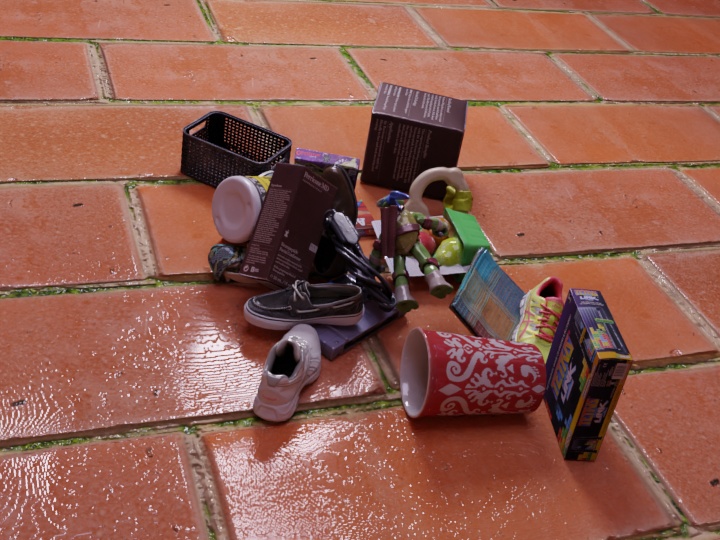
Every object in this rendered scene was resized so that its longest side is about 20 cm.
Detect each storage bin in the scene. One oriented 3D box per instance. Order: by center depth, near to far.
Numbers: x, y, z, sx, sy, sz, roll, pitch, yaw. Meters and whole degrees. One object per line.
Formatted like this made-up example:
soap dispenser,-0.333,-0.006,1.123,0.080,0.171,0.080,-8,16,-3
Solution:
storage bin,-0.251,-0.231,1.903,0.198,0.095,0.135,22,36,17

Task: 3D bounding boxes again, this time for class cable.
cable,0.000,0.000,1.555,0.050,0.164,0.201,-30,54,-6

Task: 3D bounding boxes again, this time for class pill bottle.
pill bottle,-0.158,-0.109,1.676,0.114,0.116,0.199,35,24,30

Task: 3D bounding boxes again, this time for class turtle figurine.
turtle figurine,0.090,-0.025,1.640,0.142,0.201,0.196,-7,61,-16

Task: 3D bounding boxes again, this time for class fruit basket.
fruit basket,0.134,-0.041,1.769,0.197,0.095,0.186,-9,38,-10

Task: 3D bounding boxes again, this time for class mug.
mug,0.170,0.147,1.464,0.197,0.135,0.179,4,37,-16

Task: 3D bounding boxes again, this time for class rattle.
rattle,0.120,-0.134,1.906,0.198,0.131,0.143,-26,21,0

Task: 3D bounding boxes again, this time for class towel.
towel,0.230,0.060,1.634,0.147,0.022,0.200,47,36,-8

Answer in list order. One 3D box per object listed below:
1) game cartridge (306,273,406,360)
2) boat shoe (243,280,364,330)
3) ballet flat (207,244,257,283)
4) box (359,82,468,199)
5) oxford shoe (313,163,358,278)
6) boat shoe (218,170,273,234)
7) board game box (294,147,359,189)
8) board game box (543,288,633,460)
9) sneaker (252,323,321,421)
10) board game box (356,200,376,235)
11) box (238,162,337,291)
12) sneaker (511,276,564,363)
game cartridge,-0.027,0.069,1.600,0.129,0.039,0.199,36,42,25
boat shoe,-0.091,0.046,1.527,0.197,0.072,0.073,-3,41,-9
ballet flat,-0.168,-0.008,1.651,0.197,0.075,0.075,-3,37,-17
box,0.114,-0.277,2.009,0.197,0.168,0.165,12,34,1
oxford shoe,-0.050,-0.086,1.651,0.072,0.203,0.084,0,3,24
boat shoe,-0.193,-0.118,1.780,0.061,0.074,0.200,21,42,16
board game box,-0.067,-0.169,1.766,0.118,0.200,0.033,5,73,-4
board game box,0.337,0.157,1.433,0.056,0.202,0.166,3,34,-9
sneaker,-0.100,0.133,1.426,0.077,0.100,0.201,14,35,4
board game box,-0.072,-0.099,1.834,0.197,0.020,0.103,-5,39,-22
box,-0.119,-0.068,1.584,0.074,0.203,0.100,9,-12,38
sneaker,0.310,0.087,1.599,0.077,0.091,0.202,22,43,-12
